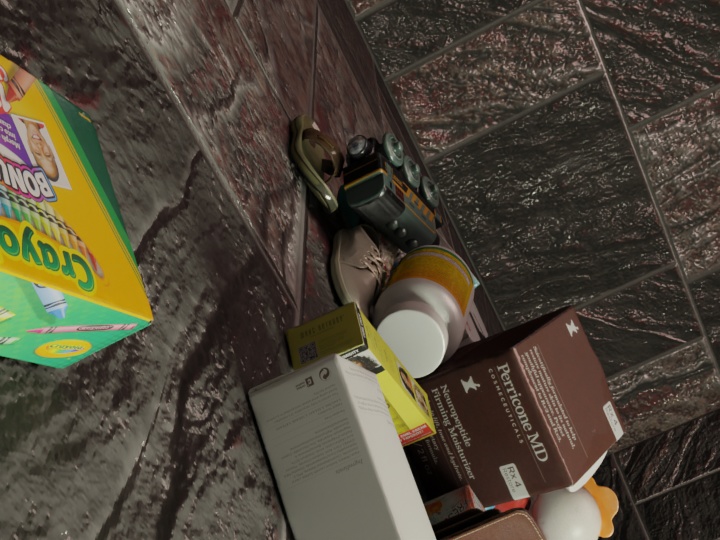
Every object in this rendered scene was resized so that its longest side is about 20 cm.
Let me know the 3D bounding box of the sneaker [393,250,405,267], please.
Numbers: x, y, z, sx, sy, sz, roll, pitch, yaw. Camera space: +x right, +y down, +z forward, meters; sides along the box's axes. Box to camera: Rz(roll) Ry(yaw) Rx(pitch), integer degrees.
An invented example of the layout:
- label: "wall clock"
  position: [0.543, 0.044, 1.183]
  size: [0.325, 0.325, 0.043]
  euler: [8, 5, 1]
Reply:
- label: "sneaker"
  position: [0.047, -0.040, 1.503]
  size: [0.200, 0.074, 0.088]
  euler: [-39, 109, -79]

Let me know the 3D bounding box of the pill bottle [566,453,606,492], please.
- label: "pill bottle"
  position: [0.229, 0.200, 1.308]
  size: [0.199, 0.111, 0.111]
  euler: [38, -5, 31]

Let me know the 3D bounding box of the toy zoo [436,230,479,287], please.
- label: "toy zoo"
  position: [0.106, -0.050, 1.439]
  size: [0.201, 0.020, 0.131]
  euler: [52, 3, 16]

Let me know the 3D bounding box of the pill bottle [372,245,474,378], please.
- label: "pill bottle"
  position: [0.075, 0.051, 1.188]
  size: [0.114, 0.111, 0.200]
  euler: [63, 20, -12]

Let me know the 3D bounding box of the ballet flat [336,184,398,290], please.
- label: "ballet flat"
  position: [0.019, -0.050, 1.346]
  size: [0.063, 0.076, 0.202]
  euler: [7, 47, -26]

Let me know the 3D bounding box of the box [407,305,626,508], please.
- label: "box"
  position: [0.173, 0.168, 1.159]
  size: [0.163, 0.198, 0.168]
  euler: [-23, 87, -50]

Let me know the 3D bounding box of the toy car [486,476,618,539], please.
- label: "toy car"
  position: [0.250, 0.329, 1.331]
  size: [0.184, 0.197, 0.179]
  euler: [45, 23, -63]

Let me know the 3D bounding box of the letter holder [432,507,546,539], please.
- label: "letter holder"
  position: [0.146, 0.334, 0.944]
  size: [0.203, 0.140, 0.100]
  euler: [66, 11, 6]

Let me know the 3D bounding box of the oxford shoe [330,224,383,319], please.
- label: "oxford shoe"
  position: [0.000, 0.000, 1.201]
  size: [0.201, 0.057, 0.076]
  euler: [-91, 158, -60]

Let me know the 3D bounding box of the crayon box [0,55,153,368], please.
- label: "crayon box"
  position: [-0.170, -0.036, 0.401]
  size: [0.121, 0.057, 0.200]
  euler: [69, 10, 17]

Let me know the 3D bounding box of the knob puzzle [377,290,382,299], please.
- label: "knob puzzle"
  position: [0.083, 0.120, 1.425]
  size: [0.222, 0.030, 0.220]
  euler: [62, 10, -20]

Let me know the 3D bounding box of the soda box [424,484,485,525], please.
- label: "soda box"
  position: [0.133, 0.328, 1.101]
  size: [0.201, 0.067, 0.064]
  euler: [57, 14, -39]

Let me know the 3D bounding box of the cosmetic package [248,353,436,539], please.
- label: "cosmetic package"
  position: [-0.002, 0.175, 0.728]
  size: [0.113, 0.080, 0.203]
  euler: [40, 28, -66]

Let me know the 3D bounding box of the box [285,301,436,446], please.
- label: "box"
  position: [0.005, 0.109, 0.933]
  size: [0.201, 0.074, 0.051]
  euler: [55, 16, -51]

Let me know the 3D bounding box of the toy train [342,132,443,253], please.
- label: "toy train"
  position: [0.045, -0.093, 1.286]
  size: [0.200, 0.084, 0.116]
  euler: [42, 36, -47]

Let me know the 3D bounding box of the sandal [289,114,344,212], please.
- label: "sandal"
  position: [-0.053, -0.153, 1.274]
  size: [0.080, 0.057, 0.203]
  euler: [58, 13, -37]

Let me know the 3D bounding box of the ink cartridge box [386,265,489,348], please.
- label: "ink cartridge box"
  position: [0.123, 0.080, 1.397]
  size: [0.200, 0.083, 0.147]
  euler: [44, 23, -59]
